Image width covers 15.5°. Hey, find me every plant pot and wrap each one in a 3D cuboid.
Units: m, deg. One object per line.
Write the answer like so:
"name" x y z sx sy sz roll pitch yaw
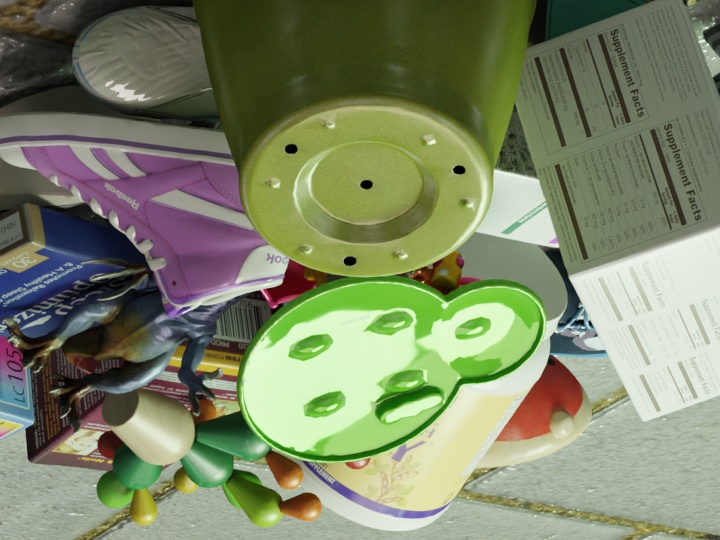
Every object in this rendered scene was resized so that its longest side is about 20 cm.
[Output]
"plant pot" 0.003 -0.108 1.391 0.199 0.193 0.201 0 136 0

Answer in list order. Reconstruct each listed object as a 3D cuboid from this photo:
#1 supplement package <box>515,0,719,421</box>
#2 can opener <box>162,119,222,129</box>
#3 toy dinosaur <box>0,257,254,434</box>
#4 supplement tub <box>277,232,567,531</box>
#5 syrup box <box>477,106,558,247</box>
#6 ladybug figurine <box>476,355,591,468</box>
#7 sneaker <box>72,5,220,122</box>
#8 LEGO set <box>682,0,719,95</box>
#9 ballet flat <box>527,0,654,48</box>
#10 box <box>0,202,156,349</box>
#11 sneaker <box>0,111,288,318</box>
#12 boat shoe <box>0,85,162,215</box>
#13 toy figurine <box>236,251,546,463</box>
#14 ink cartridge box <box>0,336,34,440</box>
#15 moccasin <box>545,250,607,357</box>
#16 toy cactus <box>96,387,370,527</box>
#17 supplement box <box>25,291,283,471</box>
"supplement package" 0.175 -0.034 1.539 0.110 0.156 0.200 -19 149 8
"can opener" -0.140 -0.051 1.717 0.067 0.053 0.200 34 144 -8
"toy dinosaur" -0.129 0.016 1.645 0.181 0.200 0.105 -30 106 7
"supplement tub" 0.042 0.066 1.829 0.145 0.146 0.200 10 127 -33
"syrup box" 0.066 -0.078 1.664 0.199 0.079 0.081 10 150 -34
"ladybug figurine" 0.089 0.093 1.971 0.136 0.072 0.200 -28 -158 -34
"sneaker" -0.070 -0.119 1.555 0.199 0.072 0.072 8 -172 -10
"LEGO set" 0.273 -0.154 1.569 0.154 0.116 0.200 -35 148 -1
"ballet flat" 0.094 -0.147 1.565 0.199 0.076 0.064 8 -179 -21
"box" -0.188 0.009 1.688 0.121 0.033 0.200 -25 158 30
"sneaker" -0.133 -0.033 1.547 0.200 0.115 0.073 10 -174 22
"boat shoe" -0.208 -0.061 1.652 0.199 0.075 0.093 -10 168 11
"toy figurine" 0.000 0.000 1.699 0.199 0.184 0.151 -17 132 -3
"ink cartridge box" -0.315 0.032 1.720 0.076 0.137 0.200 -30 147 36
"moccasin" 0.143 0.024 1.901 0.199 0.081 0.068 -10 150 3
"toy cactus" -0.109 0.112 1.770 0.199 0.103 0.165 -4 154 33
"supplement box" -0.150 0.070 1.904 0.110 0.086 0.200 10 149 -34
